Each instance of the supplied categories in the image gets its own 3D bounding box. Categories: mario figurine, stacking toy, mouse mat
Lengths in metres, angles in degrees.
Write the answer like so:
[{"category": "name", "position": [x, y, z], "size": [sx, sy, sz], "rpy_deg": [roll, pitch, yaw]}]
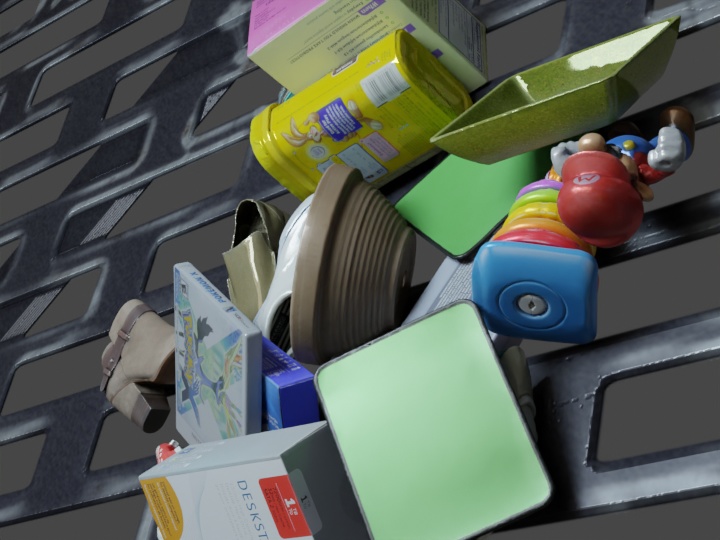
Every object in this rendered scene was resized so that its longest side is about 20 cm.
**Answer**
[{"category": "mario figurine", "position": [0.221, -0.101, 1.352], "size": [0.124, 0.106, 0.200], "rpy_deg": [-59, -10, 33]}, {"category": "stacking toy", "position": [0.171, -0.040, 1.420], "size": [0.110, 0.116, 0.200], "rpy_deg": [7, 48, 14]}, {"category": "mouse mat", "position": [0.058, 0.138, 1.341], "size": [0.161, 0.008, 0.200], "rpy_deg": [-25, 63, 8]}, {"category": "mouse mat", "position": [0.133, -0.100, 1.578], "size": [0.200, 0.008, 0.161], "rpy_deg": [-41, 32, -5]}]

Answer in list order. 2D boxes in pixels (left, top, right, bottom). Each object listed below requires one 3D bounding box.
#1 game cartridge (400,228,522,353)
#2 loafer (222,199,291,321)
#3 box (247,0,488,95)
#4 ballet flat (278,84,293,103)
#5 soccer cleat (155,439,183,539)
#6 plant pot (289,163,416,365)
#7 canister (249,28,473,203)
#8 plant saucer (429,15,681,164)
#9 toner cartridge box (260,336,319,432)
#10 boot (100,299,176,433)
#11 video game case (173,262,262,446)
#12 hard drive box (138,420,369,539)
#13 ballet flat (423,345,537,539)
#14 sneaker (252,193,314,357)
[{"category": "game cartridge", "position": [0.093, 0.060, 1.493], "size": [0.200, 0.042, 0.133], "rpy_deg": [-56, 38, -5]}, {"category": "loafer", "position": [-0.120, 0.000, 1.774], "size": [0.076, 0.067, 0.200], "rpy_deg": [-33, 38, 27]}, {"category": "box", "position": [0.010, -0.250, 1.724], "size": [0.176, 0.200, 0.097], "rpy_deg": [-31, 39, 31]}, {"category": "ballet flat", "position": [-0.024, -0.263, 1.902], "size": [0.200, 0.074, 0.074], "rpy_deg": [-40, 36, 13]}, {"category": "soccer cleat", "position": [-0.182, 0.249, 1.626], "size": [0.085, 0.069, 0.200], "rpy_deg": [-46, 39, 3]}, {"category": "plant pot", "position": [0.000, 0.000, 1.567], "size": [0.093, 0.201, 0.201], "rpy_deg": [10, 61, 11]}, {"category": "canister", "position": [0.005, -0.155, 1.695], "size": [0.200, 0.149, 0.087], "rpy_deg": [-29, 40, 28]}, {"category": "plant saucer", "position": [0.193, -0.162, 1.492], "size": [0.200, 0.048, 0.200], "rpy_deg": [-16, 15, 36]}, {"category": "toner cartridge box", "position": [-0.105, 0.120, 1.620], "size": [0.043, 0.095, 0.200], "rpy_deg": [-14, 24, -25]}, {"category": "boot", "position": [-0.233, 0.083, 1.816], "size": [0.200, 0.070, 0.146], "rpy_deg": [-53, 45, 18]}, {"category": "video game case", "position": [-0.148, 0.116, 1.623], "size": [0.182, 0.022, 0.200], "rpy_deg": [38, 132, 53]}, {"category": "hard drive box", "position": [-0.089, 0.232, 1.441], "size": [0.200, 0.156, 0.077], "rpy_deg": [-16, 8, 43]}, {"category": "ballet flat", "position": [0.115, 0.162, 1.359], "size": [0.069, 0.069, 0.200], "rpy_deg": [10, 70, 53]}, {"category": "sneaker", "position": [-0.056, 0.012, 1.680], "size": [0.071, 0.073, 0.200], "rpy_deg": [10, 79, 65]}]
